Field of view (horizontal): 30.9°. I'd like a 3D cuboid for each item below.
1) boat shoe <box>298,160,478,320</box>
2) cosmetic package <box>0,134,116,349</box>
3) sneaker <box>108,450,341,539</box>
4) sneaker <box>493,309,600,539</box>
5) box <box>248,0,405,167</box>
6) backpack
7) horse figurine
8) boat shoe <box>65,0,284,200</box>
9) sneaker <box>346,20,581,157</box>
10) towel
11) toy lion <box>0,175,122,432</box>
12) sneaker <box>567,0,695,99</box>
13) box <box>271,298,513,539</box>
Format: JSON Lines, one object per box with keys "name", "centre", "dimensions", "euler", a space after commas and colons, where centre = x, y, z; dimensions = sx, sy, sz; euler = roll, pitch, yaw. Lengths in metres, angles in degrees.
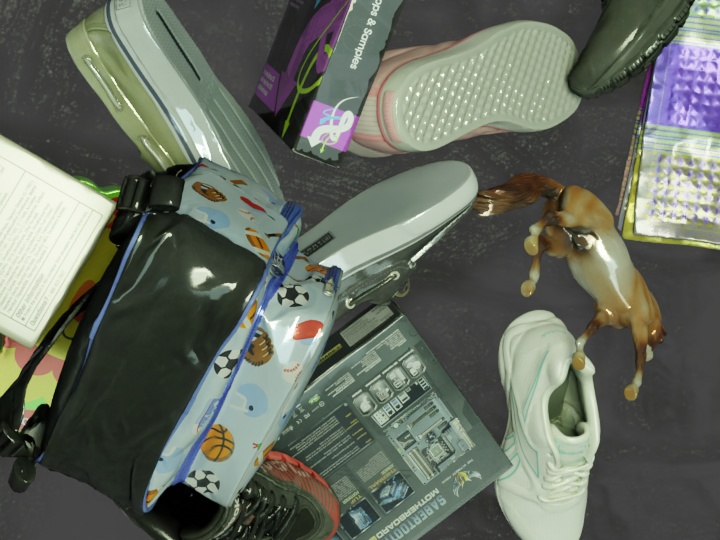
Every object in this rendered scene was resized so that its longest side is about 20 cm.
{"name": "boat shoe", "centre": [0.000, 0.000, 0.895], "dimensions": [0.200, 0.070, 0.066], "euler": [-34, 121, -3]}
{"name": "cosmetic package", "centre": [-0.256, -0.047, 0.773], "dimensions": [0.200, 0.071, 0.105], "euler": [32, 85, -12]}
{"name": "sneaker", "centre": [-0.085, 0.150, 0.838], "dimensions": [0.200, 0.098, 0.071], "euler": [27, 96, -34]}
{"name": "sneaker", "centre": [0.142, 0.135, 0.975], "dimensions": [0.070, 0.080, 0.200], "euler": [-12, 112, -14]}
{"name": "box", "centre": [-0.008, -0.174, 0.792], "dimensions": [0.036, 0.143, 0.200], "euler": [19, 101, -20]}
{"name": "backpack", "centre": [-0.094, 0.026, 0.750], "dimensions": [0.154, 0.191, 0.200], "euler": [29, 111, -12]}
{"name": "horse figurine", "centre": [0.161, 0.001, 0.929], "dimensions": [0.050, 0.133, 0.200], "euler": [-28, 106, 38]}
{"name": "boat shoe", "centre": [-0.113, -0.088, 0.839], "dimensions": [0.062, 0.072, 0.200], "euler": [-20, 116, 22]}
{"name": "sneaker", "centre": [0.057, -0.122, 0.875], "dimensions": [0.200, 0.105, 0.075], "euler": [-20, 106, -41]}
{"name": "towel", "centre": [0.270, -0.107, 0.929], "dimensions": [0.144, 0.023, 0.200], "euler": [12, 105, 10]}
{"name": "toy lion", "centre": [-0.210, 0.033, 0.851], "dimensions": [0.200, 0.069, 0.192], "euler": [4, 100, -17]}
{"name": "sneaker", "centre": [0.194, -0.207, 0.880], "dimensions": [0.091, 0.076, 0.200], "euler": [36, 93, 6]}
{"name": "box", "centre": [-0.012, 0.139, 0.945], "dimensions": [0.200, 0.051, 0.158], "euler": [-37, 113, -2]}
